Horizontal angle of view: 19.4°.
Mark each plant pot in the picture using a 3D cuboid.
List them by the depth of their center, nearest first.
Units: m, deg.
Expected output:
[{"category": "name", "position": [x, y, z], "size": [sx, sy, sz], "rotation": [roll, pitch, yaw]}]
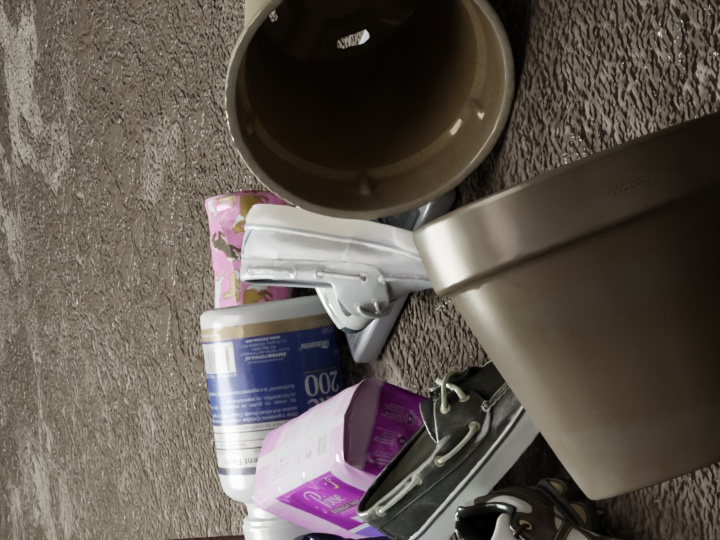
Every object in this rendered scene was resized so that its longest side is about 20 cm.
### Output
[{"category": "plant pot", "position": [0.150, 0.025, 1.151], "size": [0.200, 0.200, 0.174], "rotation": [-29, 81, 64]}, {"category": "plant pot", "position": [-0.008, -0.167, 1.500], "size": [0.184, 0.200, 0.201], "rotation": [-108, 27, -57]}]

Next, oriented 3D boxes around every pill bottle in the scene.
[{"category": "pill bottle", "position": [-0.064, 0.124, 1.700], "size": [0.111, 0.111, 0.201], "rotation": [174, 89, -66]}]

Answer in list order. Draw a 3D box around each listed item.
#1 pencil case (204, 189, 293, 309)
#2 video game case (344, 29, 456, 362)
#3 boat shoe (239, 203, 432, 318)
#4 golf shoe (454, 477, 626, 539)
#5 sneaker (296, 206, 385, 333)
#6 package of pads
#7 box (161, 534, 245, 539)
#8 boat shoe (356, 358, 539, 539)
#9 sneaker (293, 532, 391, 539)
[{"category": "pencil case", "position": [-0.091, 0.028, 1.805], "size": [0.086, 0.083, 0.201], "rotation": [-10, 82, 55]}, {"category": "video game case", "position": [0.008, -0.059, 1.645], "size": [0.200, 0.023, 0.182], "rotation": [114, 146, -45]}, {"category": "boat shoe", "position": [0.000, 0.000, 1.502], "size": [0.199, 0.072, 0.069], "rotation": [12, 86, 22]}, {"category": "golf shoe", "position": [0.127, 0.192, 1.294], "size": [0.200, 0.094, 0.078], "rotation": [34, 117, 60]}, {"category": "sneaker", "position": [-0.028, -0.044, 1.610], "size": [0.071, 0.073, 0.200], "rotation": [-50, 47, 46]}, {"category": "package of pads", "position": [0.008, 0.144, 1.525], "size": [0.200, 0.120, 0.076], "rotation": [-36, 36, 63]}, {"category": "box", "position": [-0.089, 0.333, 1.708], "size": [0.200, 0.165, 0.165], "rotation": [-131, 46, -57]}, {"category": "boat shoe", "position": [0.071, 0.101, 1.376], "size": [0.200, 0.064, 0.071], "rotation": [-54, 13, 17]}, {"category": "sneaker", "position": [-0.013, 0.279, 1.452], "size": [0.077, 0.146, 0.203], "rotation": [-30, 57, 49]}]
